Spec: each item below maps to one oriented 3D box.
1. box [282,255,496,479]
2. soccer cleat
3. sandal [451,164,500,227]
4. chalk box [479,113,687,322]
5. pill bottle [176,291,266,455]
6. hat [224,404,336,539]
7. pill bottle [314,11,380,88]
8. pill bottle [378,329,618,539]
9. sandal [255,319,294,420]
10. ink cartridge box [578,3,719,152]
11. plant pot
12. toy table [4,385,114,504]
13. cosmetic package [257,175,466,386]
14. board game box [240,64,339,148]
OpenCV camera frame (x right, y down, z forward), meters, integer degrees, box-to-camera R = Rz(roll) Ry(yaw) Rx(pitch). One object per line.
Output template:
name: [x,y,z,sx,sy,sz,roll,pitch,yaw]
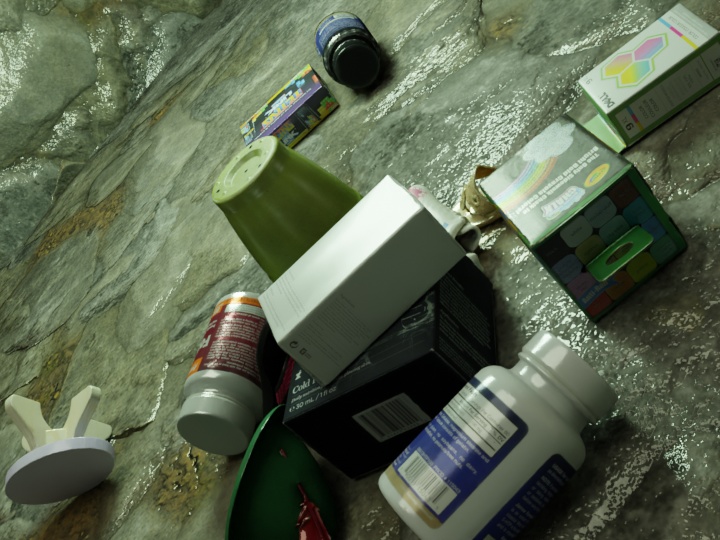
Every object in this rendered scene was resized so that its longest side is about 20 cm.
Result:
box: [0.037,0.089,0.964,0.200,0.124,0.197,-30,31,27]
soccer cleat: [0.108,-0.047,1.105,0.086,0.070,0.200,-28,39,17]
sandal: [0.170,-0.107,1.086,0.212,0.070,0.078,-8,47,49]
chalk box: [0.229,-0.046,0.883,0.125,0.124,0.200,-39,31,10]
pill bottle: [-0.168,0.136,1.175,0.114,0.114,0.200,-24,35,34]
hat: [-0.030,0.257,0.914,0.176,0.166,0.200,12,74,16]
pill bottle: [-0.023,-0.421,1.692,0.112,0.112,0.200,-39,29,12]
pill bottle: [0.124,0.154,0.768,0.200,0.120,0.120,-46,29,-1]
sandal: [-0.084,0.130,1.041,0.045,0.200,0.075,18,31,28]
ink cartridge box: [0.323,-0.213,1.032,0.200,0.059,0.104,-37,30,16]
plant pot: [-0.108,-0.090,1.302,0.200,0.193,0.200,-32,32,23]
toy table: [-0.460,0.268,1.352,0.200,0.184,0.117,-26,50,16]
cosmetic package: [-0.002,0.007,0.910,0.200,0.081,0.113,-41,29,5]
board game box: [-0.148,-0.311,1.773,0.200,0.057,0.165,-41,28,9]
